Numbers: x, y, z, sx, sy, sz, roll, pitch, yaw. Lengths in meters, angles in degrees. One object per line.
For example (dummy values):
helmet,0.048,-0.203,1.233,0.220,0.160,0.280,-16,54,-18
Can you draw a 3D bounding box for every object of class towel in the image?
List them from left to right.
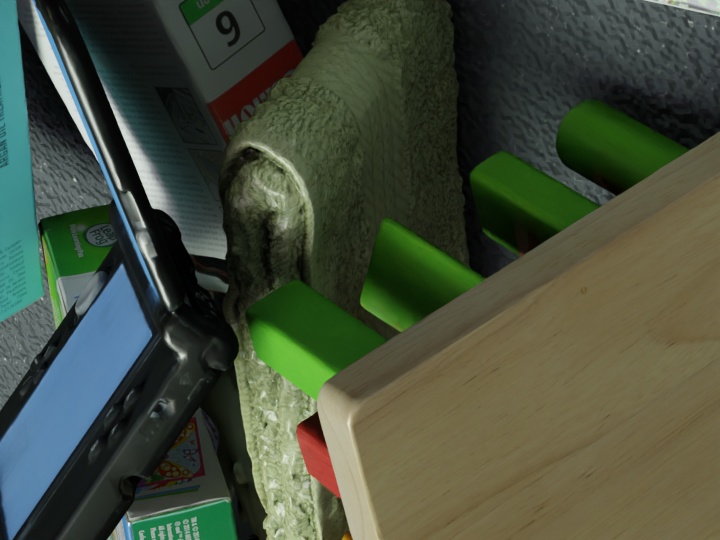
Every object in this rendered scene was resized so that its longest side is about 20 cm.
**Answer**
towel,0.000,0.000,0.990,0.036,0.149,0.201,12,131,22

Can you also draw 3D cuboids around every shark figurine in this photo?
shark figurine,-0.016,0.083,1.131,0.129,0.089,0.215,98,157,-50

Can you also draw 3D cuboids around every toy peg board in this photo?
toy peg board,0.067,0.053,0.935,0.098,0.199,0.200,34,148,46

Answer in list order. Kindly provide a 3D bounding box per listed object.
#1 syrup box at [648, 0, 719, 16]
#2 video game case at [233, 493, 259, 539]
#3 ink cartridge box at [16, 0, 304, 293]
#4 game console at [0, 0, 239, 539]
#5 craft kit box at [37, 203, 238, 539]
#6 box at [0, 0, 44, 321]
syrup box,0.045,-0.135,0.799,0.199,0.081,0.079,15,117,20
video game case,0.012,0.205,1.274,0.181,0.045,0.201,19,136,36
ink cartridge box,-0.073,-0.084,1.052,0.109,0.050,0.201,9,133,53
game console,-0.115,-0.002,0.954,0.116,0.176,0.200,34,-175,-15
craft kit box,-0.082,0.109,1.128,0.198,0.048,0.201,-118,18,-50
box,-0.172,-0.069,1.096,0.082,0.049,0.201,40,147,30
